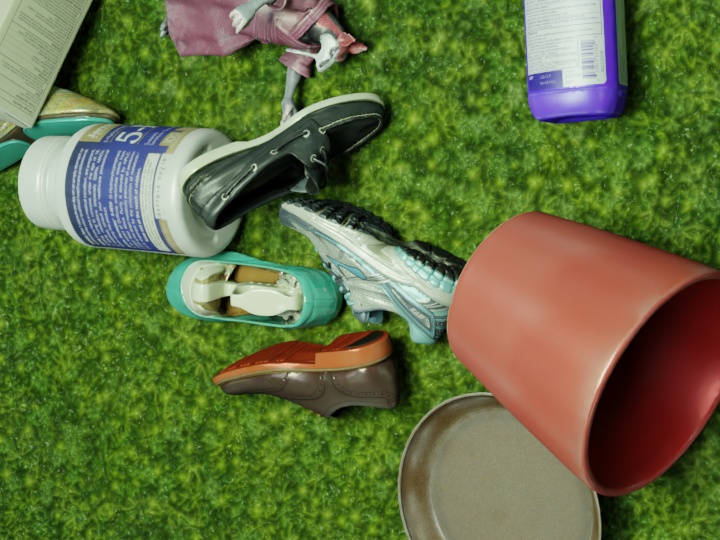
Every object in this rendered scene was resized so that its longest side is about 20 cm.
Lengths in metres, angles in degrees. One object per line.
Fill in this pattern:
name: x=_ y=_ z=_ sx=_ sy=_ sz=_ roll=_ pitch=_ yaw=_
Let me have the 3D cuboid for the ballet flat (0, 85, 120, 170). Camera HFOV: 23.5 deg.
ballet flat: x=-0.327 y=-0.151 z=1.732 sx=0.199 sy=0.071 sz=0.071 roll=-16 pitch=83 yaw=29

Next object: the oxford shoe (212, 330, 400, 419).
oxford shoe: x=-0.052 y=0.105 z=1.574 sx=0.199 sy=0.071 sz=0.073 roll=-8 pitch=104 yaw=38

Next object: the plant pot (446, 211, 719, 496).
plant pot: x=0.178 y=0.053 z=1.381 sx=0.177 sy=0.200 sz=0.202 roll=31 pitch=106 yaw=37

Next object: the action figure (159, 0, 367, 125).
action figure: x=-0.082 y=-0.234 z=1.588 sx=0.198 sy=0.134 sz=0.150 roll=17 pitch=56 yaw=15

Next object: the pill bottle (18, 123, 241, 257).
pill bottle: x=-0.220 y=-0.078 z=1.636 sx=0.198 sy=0.119 sz=0.121 roll=5 pitch=93 yaw=29

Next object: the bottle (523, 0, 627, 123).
bottle: x=0.177 y=-0.225 z=1.439 sx=0.083 sy=0.065 sz=0.202 roll=-4 pitch=88 yaw=29

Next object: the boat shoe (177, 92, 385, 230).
boat shoe: x=-0.060 y=-0.092 z=1.530 sx=0.198 sy=0.075 sz=0.066 roll=-21 pitch=61 yaw=-13

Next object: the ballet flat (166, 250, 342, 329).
ballet flat: x=-0.113 y=0.017 z=1.605 sx=0.198 sy=0.070 sz=0.068 roll=4 pitch=93 yaw=30

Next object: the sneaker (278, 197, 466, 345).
sneaker: x=0.000 y=0.000 z=1.538 sx=0.199 sy=0.077 sz=0.087 roll=29 pitch=108 yaw=26

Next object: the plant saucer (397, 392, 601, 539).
plant saucer: x=0.122 y=0.200 z=1.480 sx=0.199 sy=0.032 sz=0.202 roll=7 pitch=104 yaw=33

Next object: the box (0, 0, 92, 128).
box: x=-0.328 y=-0.250 z=1.675 sx=0.077 sy=0.095 sz=0.201 roll=19 pitch=80 yaw=38
